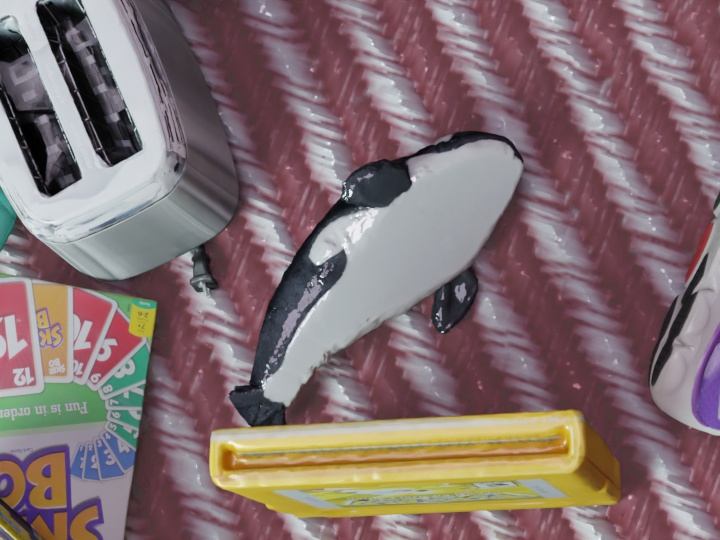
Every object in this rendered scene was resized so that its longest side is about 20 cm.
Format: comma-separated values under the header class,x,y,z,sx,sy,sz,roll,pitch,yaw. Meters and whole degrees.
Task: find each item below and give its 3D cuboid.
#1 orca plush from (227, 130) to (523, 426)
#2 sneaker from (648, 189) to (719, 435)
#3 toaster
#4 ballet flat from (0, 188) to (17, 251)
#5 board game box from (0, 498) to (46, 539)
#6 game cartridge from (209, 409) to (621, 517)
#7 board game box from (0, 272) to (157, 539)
class,x,y,z,sx,sy,sz,roll,pitch,yaw
orca plush,0.000,0.000,1.374,0.105,0.071,0.201,31,93,-31
sneaker,0.218,-0.009,1.327,0.083,0.081,0.201,24,93,-3
toaster,-0.141,-0.079,1.366,0.113,0.129,0.201,-24,78,7
ballet flat,-0.263,-0.073,1.410,0.200,0.067,0.070,40,64,13
board game box,-0.191,0.223,1.317,0.165,0.057,0.200,-45,109,0
game cartridge,0.033,0.099,1.268,0.175,0.200,0.033,-4,78,10
board game box,-0.168,0.107,1.368,0.095,0.030,0.202,10,80,-15
